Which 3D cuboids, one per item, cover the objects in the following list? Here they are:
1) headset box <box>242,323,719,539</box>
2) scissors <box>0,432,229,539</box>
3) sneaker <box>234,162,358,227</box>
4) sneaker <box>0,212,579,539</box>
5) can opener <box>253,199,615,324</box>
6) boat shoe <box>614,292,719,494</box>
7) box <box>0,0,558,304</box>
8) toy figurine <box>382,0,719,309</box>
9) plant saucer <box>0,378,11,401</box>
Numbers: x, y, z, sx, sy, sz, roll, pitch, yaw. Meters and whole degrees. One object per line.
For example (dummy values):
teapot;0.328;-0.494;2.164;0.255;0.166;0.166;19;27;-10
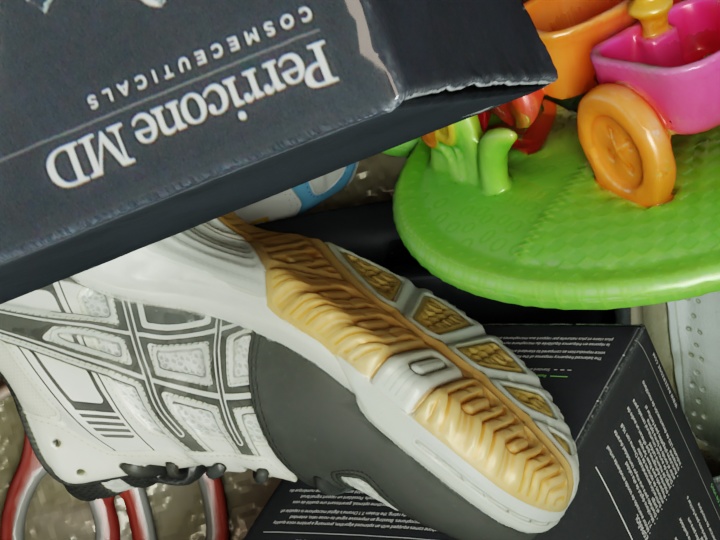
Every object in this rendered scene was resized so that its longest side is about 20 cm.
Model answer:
headset box;0.032;0.144;0.716;0.200;0.092;0.175;-57;132;-38
scissors;-0.098;0.010;0.827;0.073;0.014;0.201;-16;92;1
sneaker;-0.058;-0.107;0.792;0.080;0.076;0.201;-17;105;-13
sneaker;-0.037;0.029;0.685;0.199;0.076;0.088;30;102;22
can opener;0.000;0.000;0.787;0.199;0.063;0.079;-11;123;-16
boat shoe;0.106;0.050;0.782;0.075;0.060;0.201;8;116;38
box;-0.090;-0.097;0.593;0.199;0.124;0.198;-21;89;20
toy figurine;0.047;-0.114;0.690;0.150;0.200;0.185;-28;120;-23
plant saucer;-0.150;-0.052;0.742;0.199;0.037;0.202;0;96;1
